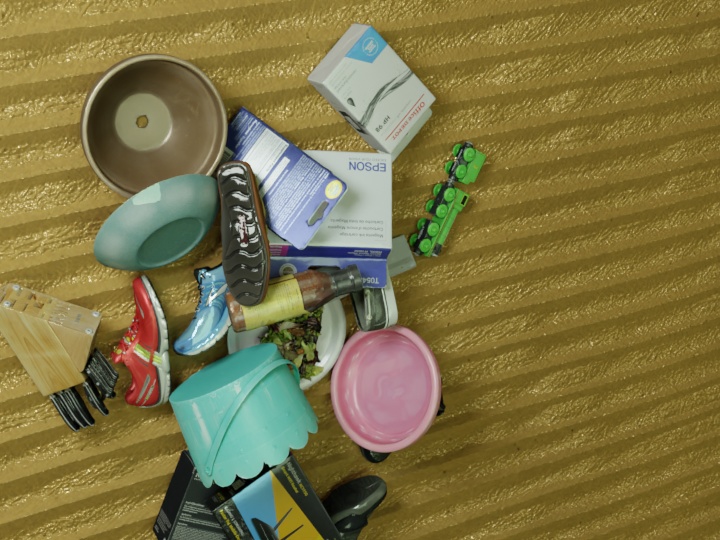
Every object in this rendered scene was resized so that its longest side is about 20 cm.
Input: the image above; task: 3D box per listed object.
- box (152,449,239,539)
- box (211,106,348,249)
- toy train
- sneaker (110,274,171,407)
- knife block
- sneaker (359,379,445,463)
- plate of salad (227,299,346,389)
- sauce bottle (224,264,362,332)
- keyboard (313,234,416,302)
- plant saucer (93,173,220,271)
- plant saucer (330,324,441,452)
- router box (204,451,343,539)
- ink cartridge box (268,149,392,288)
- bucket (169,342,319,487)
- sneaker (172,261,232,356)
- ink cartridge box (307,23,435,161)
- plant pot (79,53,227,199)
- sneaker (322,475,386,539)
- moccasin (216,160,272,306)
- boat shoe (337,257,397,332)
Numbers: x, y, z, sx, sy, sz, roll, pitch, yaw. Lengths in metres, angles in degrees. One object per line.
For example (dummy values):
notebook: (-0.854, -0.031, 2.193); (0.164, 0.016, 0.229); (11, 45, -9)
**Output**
box: (-0.204, 0.378, 1.722); (0.199, 0.079, 0.142); (20, 97, -28)
box: (-0.126, -0.130, 1.583); (0.199, 0.032, 0.121); (37, 87, 10)
toy train: (0.142, -0.111, 1.775); (0.056, 0.042, 0.201); (23, 93, -39)
sneaker: (-0.322, 0.108, 1.596); (0.084, 0.077, 0.202); (-6, 105, -16)
knife block: (-0.435, 0.131, 1.545); (0.198, 0.064, 0.177); (19, 115, -9)
sneaker: (0.069, 0.235, 1.795); (0.076, 0.114, 0.200); (30, 92, -27)
plate of salad: (-0.109, 0.102, 1.709); (0.198, 0.048, 0.202); (-7, 107, -24)
sauce bottle: (-0.095, 0.037, 1.591); (0.198, 0.066, 0.067); (-14, 110, -9)
keyboard: (0.000, 0.000, 1.727); (0.199, 0.011, 0.057); (-22, 83, -29)
plant saucer: (-0.270, -0.053, 1.521); (0.200, 0.039, 0.201); (-31, 159, -13)
plant saucer: (0.046, 0.185, 1.737); (0.051, 0.200, 0.202); (10, 101, -56)
router box: (-0.127, 0.392, 1.690); (0.149, 0.051, 0.201); (-34, 114, -14)
ink cartridge box: (-0.050, -0.077, 1.629); (0.194, 0.043, 0.202); (1, 82, -11)
bucket: (-0.172, 0.206, 1.607); (0.206, 0.207, 0.136); (-29, 102, -16)
sneaker: (-0.222, 0.037, 1.632); (0.090, 0.078, 0.201); (38, 77, -19)
ink cartridge box: (0.031, -0.262, 1.663); (0.200, 0.067, 0.116); (43, 83, -28)
plant pot: (-0.290, -0.199, 1.513); (0.199, 0.093, 0.203); (-7, 107, -23)
sneaker: (-0.023, 0.431, 1.819); (0.199, 0.076, 0.114); (-42, 119, -6)
moccasin: (-0.163, -0.051, 1.537); (0.073, 0.078, 0.203); (-12, 91, 8)
boat shoe: (0.001, -0.006, 1.683); (0.063, 0.071, 0.202); (-11, 79, -28)
